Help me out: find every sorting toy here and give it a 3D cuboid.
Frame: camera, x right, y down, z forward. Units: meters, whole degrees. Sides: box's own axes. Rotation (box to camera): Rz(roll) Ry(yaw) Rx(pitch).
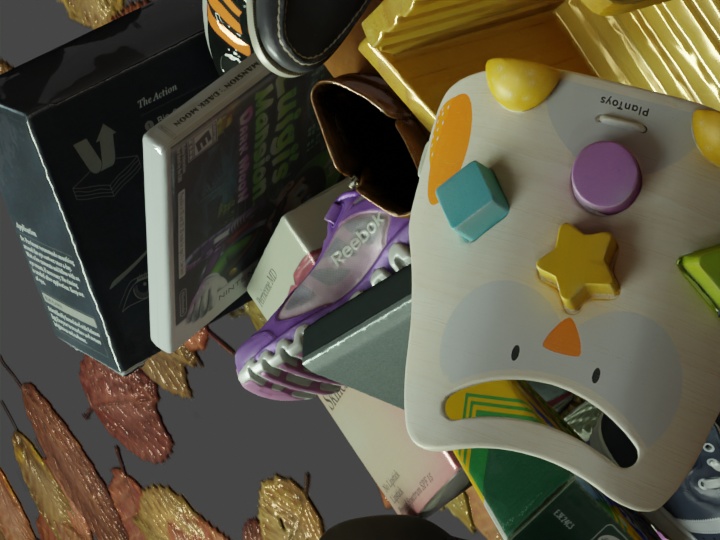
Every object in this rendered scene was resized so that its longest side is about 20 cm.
[{"bbox_3d":[0.103,0.012,0.988,0.198,0.182,0.107,15,165,11],"label":"sorting toy"}]

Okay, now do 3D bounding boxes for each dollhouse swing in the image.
[{"bbox_3d":[0.129,-0.083,1.042,0.200,0.180,0.177,-33,76,64],"label":"dollhouse swing"}]

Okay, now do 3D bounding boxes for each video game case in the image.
[{"bbox_3d":[-0.069,-0.062,1.393,0.023,0.182,0.201,34,146,24],"label":"video game case"}]

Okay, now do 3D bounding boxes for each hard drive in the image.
[{"bbox_3d":[0.081,0.029,1.207,0.199,0.139,0.033,-31,46,43],"label":"hard drive"}]

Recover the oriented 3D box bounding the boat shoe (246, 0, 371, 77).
[{"bbox_3d":[0.003,-0.195,1.130,0.072,0.201,0.063,31,170,-31],"label":"boat shoe"}]

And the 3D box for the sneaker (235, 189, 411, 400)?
[{"bbox_3d":[0.000,0.000,1.294,0.080,0.200,0.089,22,-146,-55],"label":"sneaker"}]

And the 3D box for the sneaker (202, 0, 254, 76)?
[{"bbox_3d":[-0.065,-0.170,1.374,0.090,0.069,0.202,-114,12,-58],"label":"sneaker"}]

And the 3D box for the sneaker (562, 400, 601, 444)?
[{"bbox_3d":[0.158,0.128,1.312,0.100,0.069,0.200,51,158,4],"label":"sneaker"}]

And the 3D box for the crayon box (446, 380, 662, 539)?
[{"bbox_3d":[0.104,0.118,1.156,0.126,0.052,0.200,45,-175,-26],"label":"crayon box"}]

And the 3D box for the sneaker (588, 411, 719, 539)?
[{"bbox_3d":[0.206,0.110,1.063,0.199,0.070,0.109,38,145,18],"label":"sneaker"}]

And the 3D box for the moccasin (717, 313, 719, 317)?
[{"bbox_3d":[0.208,0.050,1.135,0.199,0.080,0.069,-19,98,50],"label":"moccasin"}]

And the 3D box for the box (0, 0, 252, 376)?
[{"bbox_3d":[-0.142,-0.069,1.505,0.117,0.196,0.202,21,134,55],"label":"box"}]

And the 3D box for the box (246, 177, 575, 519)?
[{"bbox_3d":[0.031,0.044,1.401,0.201,0.108,0.128,55,155,12],"label":"box"}]

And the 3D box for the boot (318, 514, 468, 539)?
[{"bbox_3d":[0.055,0.224,1.464,0.200,0.184,0.065,102,177,-71],"label":"boot"}]

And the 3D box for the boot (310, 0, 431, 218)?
[{"bbox_3d":[0.009,-0.094,1.197,0.077,0.155,0.200,-49,69,25],"label":"boot"}]

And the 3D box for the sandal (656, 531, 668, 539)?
[{"bbox_3d":[0.198,0.148,1.209,0.203,0.082,0.050,-42,61,56],"label":"sandal"}]
